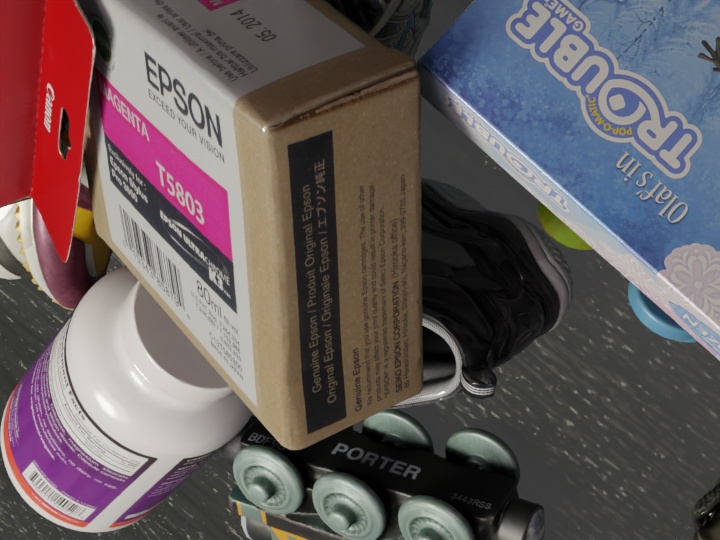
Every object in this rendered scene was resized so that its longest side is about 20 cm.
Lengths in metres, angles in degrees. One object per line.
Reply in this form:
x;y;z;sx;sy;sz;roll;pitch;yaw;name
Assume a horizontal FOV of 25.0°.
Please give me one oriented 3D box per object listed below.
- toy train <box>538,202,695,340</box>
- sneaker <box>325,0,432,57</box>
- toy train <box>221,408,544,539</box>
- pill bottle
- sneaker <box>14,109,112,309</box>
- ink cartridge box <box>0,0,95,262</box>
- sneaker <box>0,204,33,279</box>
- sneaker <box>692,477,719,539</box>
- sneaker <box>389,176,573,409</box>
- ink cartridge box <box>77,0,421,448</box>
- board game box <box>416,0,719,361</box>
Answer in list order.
0.111;-0.058;0.752;0.199;0.085;0.116;38;143;11;toy train
-0.002;-0.131;0.769;0.078;0.086;0.200;47;144;13;sneaker
0.011;0.140;0.916;0.198;0.085;0.115;13;129;26;toy train
-0.125;0.067;0.914;0.113;0.112;0.200;48;142;1;pill bottle
-0.133;-0.070;0.886;0.089;0.075;0.202;8;111;9;sneaker
-0.203;-0.105;0.764;0.176;0.083;0.200;58;154;20;ink cartridge box
-0.202;-0.085;0.946;0.079;0.074;0.202;8;117;-4;sneaker
0.217;0.085;0.741;0.076;0.114;0.200;37;125;7;sneaker
0.000;0.000;0.822;0.199;0.114;0.076;22;132;19;sneaker
-0.056;-0.048;0.716;0.200;0.075;0.166;42;146;44;ink cartridge box
0.159;-0.085;0.652;0.200;0.043;0.199;41;84;6;board game box
